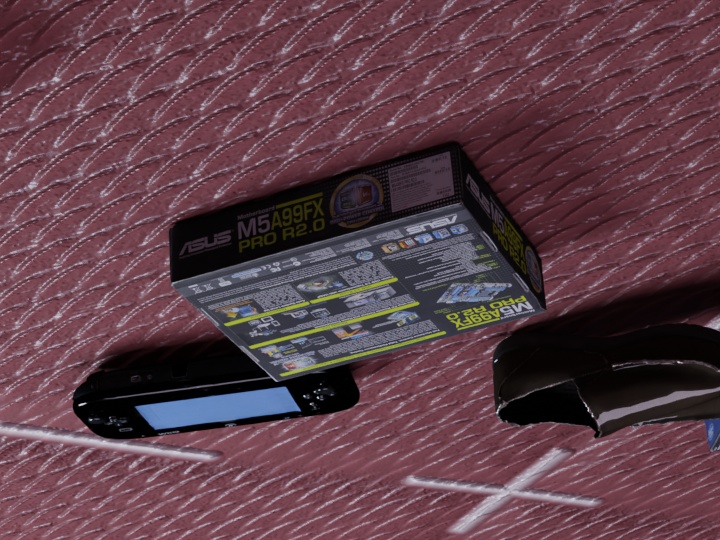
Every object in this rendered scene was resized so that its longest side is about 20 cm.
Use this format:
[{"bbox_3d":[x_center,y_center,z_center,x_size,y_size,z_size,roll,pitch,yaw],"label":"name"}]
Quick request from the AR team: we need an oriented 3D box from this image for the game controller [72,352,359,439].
[{"bbox_3d":[-0.101,0.091,1.444,0.199,0.042,0.104,-7,150,6],"label":"game controller"}]

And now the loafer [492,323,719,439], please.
[{"bbox_3d":[0.181,0.087,1.395,0.199,0.072,0.073,-4,133,28],"label":"loafer"}]

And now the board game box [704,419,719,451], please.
[{"bbox_3d":[0.359,0.056,1.428,0.198,0.062,0.200,-2,150,-7],"label":"board game box"}]

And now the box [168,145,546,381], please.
[{"bbox_3d":[0.000,0.000,1.296,0.199,0.045,0.160,-15,149,19],"label":"box"}]
